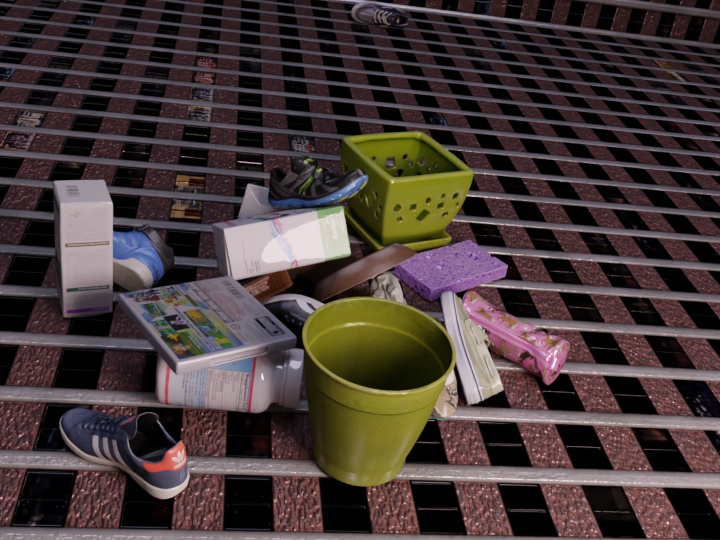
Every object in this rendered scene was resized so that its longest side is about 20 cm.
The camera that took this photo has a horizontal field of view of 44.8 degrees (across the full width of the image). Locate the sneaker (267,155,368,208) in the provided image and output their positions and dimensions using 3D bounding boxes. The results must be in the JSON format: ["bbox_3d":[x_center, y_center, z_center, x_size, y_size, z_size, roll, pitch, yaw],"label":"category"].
[{"bbox_3d":[-0.078,-0.148,1.441,0.198,0.084,0.070,-1,10,36],"label":"sneaker"}]

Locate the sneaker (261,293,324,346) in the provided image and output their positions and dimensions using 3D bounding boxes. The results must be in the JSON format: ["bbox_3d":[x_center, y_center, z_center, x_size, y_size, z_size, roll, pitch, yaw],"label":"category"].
[{"bbox_3d":[-0.075,0.101,1.362,0.197,0.074,0.112,9,31,-3],"label":"sneaker"}]

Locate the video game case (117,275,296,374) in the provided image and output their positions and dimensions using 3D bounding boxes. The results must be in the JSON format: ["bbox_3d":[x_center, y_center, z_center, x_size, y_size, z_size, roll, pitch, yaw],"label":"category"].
[{"bbox_3d":[-0.215,0.070,1.215,0.181,0.022,0.200,-10,31,-35],"label":"video game case"}]

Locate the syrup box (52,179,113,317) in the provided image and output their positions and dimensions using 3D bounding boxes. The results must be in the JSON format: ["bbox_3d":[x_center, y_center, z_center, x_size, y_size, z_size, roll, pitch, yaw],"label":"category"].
[{"bbox_3d":[-0.429,-0.033,1.355,0.080,0.202,0.079,-4,33,-24],"label":"syrup box"}]

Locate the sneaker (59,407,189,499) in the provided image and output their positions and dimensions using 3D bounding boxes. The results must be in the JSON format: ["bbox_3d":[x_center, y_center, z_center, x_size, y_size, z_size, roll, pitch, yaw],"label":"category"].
[{"bbox_3d":[-0.300,0.207,1.114,0.198,0.085,0.075,21,33,18],"label":"sneaker"}]

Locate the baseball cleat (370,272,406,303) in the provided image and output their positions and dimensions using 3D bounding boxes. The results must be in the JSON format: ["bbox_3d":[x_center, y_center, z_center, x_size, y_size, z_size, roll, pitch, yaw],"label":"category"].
[{"bbox_3d":[0.062,0.103,1.404,0.069,0.107,0.202,-13,59,14],"label":"baseball cleat"}]

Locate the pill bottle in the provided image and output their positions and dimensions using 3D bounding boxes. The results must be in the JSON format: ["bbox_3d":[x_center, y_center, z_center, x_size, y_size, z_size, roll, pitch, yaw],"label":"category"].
[{"bbox_3d":[-0.182,0.142,1.230,0.197,0.110,0.109,6,31,-6],"label":"pill bottle"}]

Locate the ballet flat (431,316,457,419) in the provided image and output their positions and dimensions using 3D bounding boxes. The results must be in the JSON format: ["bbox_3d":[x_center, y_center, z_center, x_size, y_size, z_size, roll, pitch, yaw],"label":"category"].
[{"bbox_3d":[0.114,0.139,1.353,0.067,0.076,0.201,5,32,-5],"label":"ballet flat"}]

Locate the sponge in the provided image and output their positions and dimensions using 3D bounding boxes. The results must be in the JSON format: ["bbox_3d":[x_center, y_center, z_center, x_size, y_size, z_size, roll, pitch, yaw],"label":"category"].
[{"bbox_3d":[0.169,-0.003,1.644,0.198,0.030,0.111,-15,39,-35],"label":"sponge"}]

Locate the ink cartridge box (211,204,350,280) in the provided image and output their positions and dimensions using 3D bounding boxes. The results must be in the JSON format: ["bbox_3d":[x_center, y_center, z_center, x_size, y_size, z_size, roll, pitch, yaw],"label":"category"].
[{"bbox_3d":[-0.133,-0.050,1.420,0.198,0.085,0.145,-12,9,-15],"label":"ink cartridge box"}]

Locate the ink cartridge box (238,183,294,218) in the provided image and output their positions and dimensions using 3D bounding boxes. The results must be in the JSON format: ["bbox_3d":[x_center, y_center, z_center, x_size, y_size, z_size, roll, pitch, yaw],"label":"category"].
[{"bbox_3d":[-0.140,-0.097,1.617,0.115,0.068,0.200,14,-5,10],"label":"ink cartridge box"}]

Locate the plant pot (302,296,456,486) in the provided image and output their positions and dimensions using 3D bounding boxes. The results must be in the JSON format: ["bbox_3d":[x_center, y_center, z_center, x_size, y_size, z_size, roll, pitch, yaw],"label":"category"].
[{"bbox_3d":[0.010,0.171,1.155,0.198,0.195,0.201,8,31,-5],"label":"plant pot"}]

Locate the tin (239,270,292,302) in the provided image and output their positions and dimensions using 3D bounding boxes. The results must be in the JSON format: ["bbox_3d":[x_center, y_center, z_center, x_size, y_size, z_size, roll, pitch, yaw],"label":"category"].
[{"bbox_3d":[-0.195,0.043,1.401,0.111,0.042,0.199,-24,4,43],"label":"tin"}]

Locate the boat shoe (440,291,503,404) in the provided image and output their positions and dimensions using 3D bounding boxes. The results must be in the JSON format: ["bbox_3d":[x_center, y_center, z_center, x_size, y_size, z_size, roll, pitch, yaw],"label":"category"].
[{"bbox_3d":[0.172,0.117,1.375,0.061,0.072,0.202,-14,55,1],"label":"boat shoe"}]

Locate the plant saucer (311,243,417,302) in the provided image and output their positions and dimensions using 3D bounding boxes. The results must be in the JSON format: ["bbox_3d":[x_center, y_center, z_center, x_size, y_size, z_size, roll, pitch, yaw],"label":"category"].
[{"bbox_3d":[0.000,0.000,1.459,0.199,0.037,0.200,-25,1,0],"label":"plant saucer"}]

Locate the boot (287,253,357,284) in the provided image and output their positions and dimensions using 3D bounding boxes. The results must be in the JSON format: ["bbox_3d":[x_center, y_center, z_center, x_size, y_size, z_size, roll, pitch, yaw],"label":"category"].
[{"bbox_3d":[-0.124,-0.028,1.572,0.198,0.071,0.146,-6,25,-39],"label":"boot"}]

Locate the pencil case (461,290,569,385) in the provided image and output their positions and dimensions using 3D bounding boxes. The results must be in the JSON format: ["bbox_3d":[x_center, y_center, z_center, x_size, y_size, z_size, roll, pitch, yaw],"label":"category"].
[{"bbox_3d":[0.246,0.109,1.433,0.199,0.084,0.086,29,43,27],"label":"pencil case"}]

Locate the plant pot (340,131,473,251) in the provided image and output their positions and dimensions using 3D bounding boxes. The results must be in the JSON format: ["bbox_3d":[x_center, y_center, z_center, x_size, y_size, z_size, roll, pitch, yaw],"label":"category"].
[{"bbox_3d":[0.077,-0.145,1.703,0.198,0.183,0.199,-10,35,-28],"label":"plant pot"}]

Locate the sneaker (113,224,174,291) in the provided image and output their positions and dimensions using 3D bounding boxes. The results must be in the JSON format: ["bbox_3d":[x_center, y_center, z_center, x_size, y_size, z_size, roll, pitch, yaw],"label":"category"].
[{"bbox_3d":[-0.409,-0.042,1.492,0.198,0.077,0.111,26,40,17],"label":"sneaker"}]

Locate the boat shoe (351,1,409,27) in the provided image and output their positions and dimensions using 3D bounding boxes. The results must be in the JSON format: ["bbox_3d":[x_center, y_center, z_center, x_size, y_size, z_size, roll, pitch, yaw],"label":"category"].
[{"bbox_3d":[0.073,-0.873,2.989,0.198,0.076,0.093,-5,26,-24],"label":"boat shoe"}]
